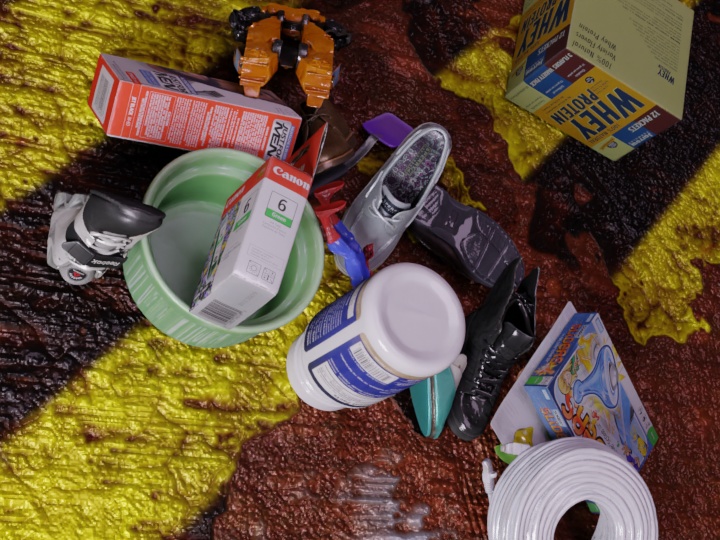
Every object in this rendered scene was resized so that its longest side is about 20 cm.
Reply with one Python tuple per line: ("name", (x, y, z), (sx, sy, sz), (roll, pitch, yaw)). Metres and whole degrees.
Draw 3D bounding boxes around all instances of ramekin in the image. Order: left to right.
("ramekin", (-0.147, -0.016, 1.190), (0.200, 0.098, 0.200), (12, 64, -26))

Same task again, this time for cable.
("cable", (0.236, 0.284, 1.270), (0.200, 0.069, 0.200), (-4, 91, -20))

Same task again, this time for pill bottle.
("pill bottle", (0.008, 0.076, 1.180), (0.116, 0.200, 0.116), (12, 65, -27))

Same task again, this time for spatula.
("spatula", (-0.008, -0.134, 1.368), (0.057, 0.021, 0.200), (37, 56, 20))

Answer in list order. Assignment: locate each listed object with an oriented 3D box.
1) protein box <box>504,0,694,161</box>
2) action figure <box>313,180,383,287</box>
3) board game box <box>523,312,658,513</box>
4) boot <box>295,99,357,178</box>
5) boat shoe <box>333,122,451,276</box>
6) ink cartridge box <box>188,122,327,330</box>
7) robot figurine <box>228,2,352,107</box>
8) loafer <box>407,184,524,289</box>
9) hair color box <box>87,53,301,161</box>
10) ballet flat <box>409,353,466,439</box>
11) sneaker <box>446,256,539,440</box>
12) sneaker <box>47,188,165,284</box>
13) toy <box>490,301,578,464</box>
("protein box", (0.327, -0.296, 1.569), (0.198, 0.135, 0.200), (27, 58, -20))
("action figure", (0.000, 0.000, 1.253), (0.052, 0.200, 0.065), (-17, 35, 2))
("board game box", (0.276, 0.169, 1.360), (0.135, 0.034, 0.200), (-48, 119, -35))
("boot", (-0.049, -0.145, 1.258), (0.200, 0.074, 0.075), (-83, 149, -72))
("boat shoe", (0.034, -0.081, 1.288), (0.070, 0.072, 0.201), (33, 93, -1))
("ink cartridge box", (-0.097, -0.052, 1.106), (0.050, 0.109, 0.200), (26, 59, -20))
("robot figurine", (-0.082, -0.250, 1.302), (0.145, 0.058, 0.200), (9, 28, -6))
("loafer", (0.110, -0.045, 1.381), (0.200, 0.063, 0.072), (37, 72, -16))
("hair color box", (-0.177, -0.169, 1.226), (0.200, 0.111, 0.064), (10, 110, -28))
("ballet flat", (0.082, 0.086, 1.297), (0.070, 0.067, 0.200), (-9, 72, -19))
("sneaker", (0.155, 0.090, 1.320), (0.060, 0.104, 0.200), (25, 59, -20))
("sneaker", (-0.244, -0.027, 1.082), (0.074, 0.200, 0.089), (20, 80, -29))
("toy", (0.213, 0.145, 1.358), (0.200, 0.047, 0.115), (-53, 123, -33))
